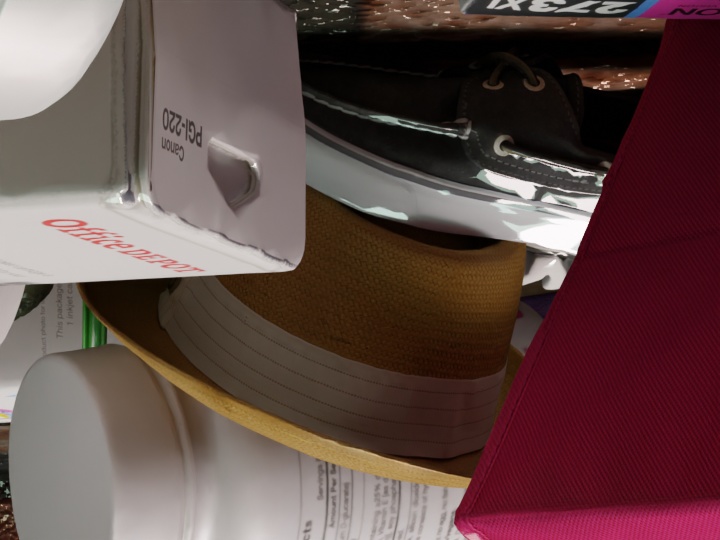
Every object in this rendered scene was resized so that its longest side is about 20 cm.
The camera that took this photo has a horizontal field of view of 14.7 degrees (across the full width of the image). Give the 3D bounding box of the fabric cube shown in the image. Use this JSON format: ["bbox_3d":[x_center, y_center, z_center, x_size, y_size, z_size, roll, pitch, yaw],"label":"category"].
[{"bbox_3d":[0.186,0.037,0.798,0.196,0.201,0.199,40,150,-27],"label":"fabric cube"}]

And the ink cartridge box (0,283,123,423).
[{"bbox_3d":[-0.152,0.022,1.239,0.199,0.086,0.148,-6,171,18],"label":"ink cartridge box"}]

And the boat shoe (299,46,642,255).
[{"bbox_3d":[0.058,-0.044,0.922,0.199,0.057,0.069,14,-154,-15],"label":"boat shoe"}]

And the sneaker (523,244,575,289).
[{"bbox_3d":[0.132,-0.028,1.027,0.199,0.076,0.081,0,163,-17],"label":"sneaker"}]

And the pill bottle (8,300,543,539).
[{"bbox_3d":[-0.024,0.071,1.060,0.199,0.114,0.113,-4,174,-30],"label":"pill bottle"}]

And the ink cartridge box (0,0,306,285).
[{"bbox_3d":[-0.129,-0.042,0.784,0.199,0.085,0.146,-1,173,16],"label":"ink cartridge box"}]

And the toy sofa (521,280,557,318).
[{"bbox_3d":[0.086,0.032,1.321,0.199,0.098,0.083,-8,170,44],"label":"toy sofa"}]

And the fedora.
[{"bbox_3d":[0.000,0.000,0.955,0.199,0.082,0.201,20,-163,-6],"label":"fedora"}]

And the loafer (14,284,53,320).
[{"bbox_3d":[-0.211,-0.009,1.064,0.199,0.068,0.076,-2,173,17],"label":"loafer"}]

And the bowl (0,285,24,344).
[{"bbox_3d":[-0.224,0.026,0.932,0.198,0.075,0.200,6,-159,23],"label":"bowl"}]

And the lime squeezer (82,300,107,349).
[{"bbox_3d":[-0.104,-0.021,1.021,0.038,0.071,0.200,22,158,9],"label":"lime squeezer"}]

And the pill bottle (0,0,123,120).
[{"bbox_3d":[-0.139,-0.078,0.430,0.199,0.117,0.116,3,171,-33],"label":"pill bottle"}]

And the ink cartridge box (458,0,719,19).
[{"bbox_3d":[0.081,-0.090,0.689,0.094,0.037,0.200,0,174,-11],"label":"ink cartridge box"}]
